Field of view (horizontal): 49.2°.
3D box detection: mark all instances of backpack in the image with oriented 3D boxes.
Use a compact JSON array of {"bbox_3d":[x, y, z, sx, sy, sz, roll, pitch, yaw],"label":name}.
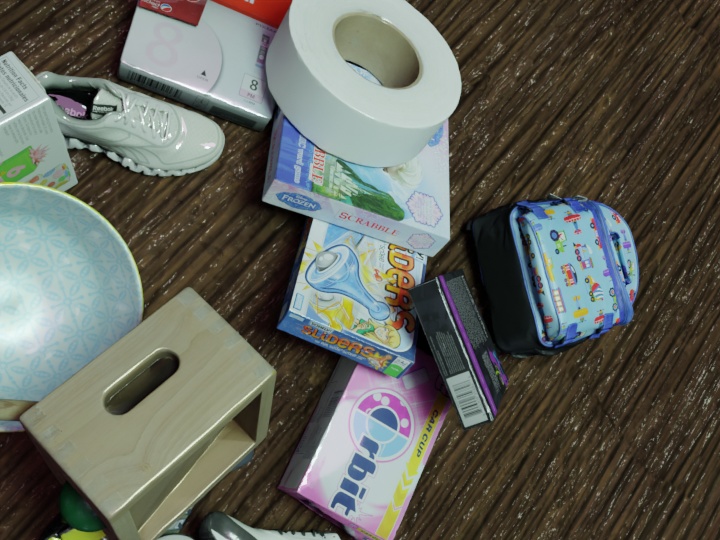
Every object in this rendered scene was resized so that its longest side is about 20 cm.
[{"bbox_3d":[0.247,-0.001,0.919,0.200,0.134,0.183,-8,84,-28],"label":"backpack"}]

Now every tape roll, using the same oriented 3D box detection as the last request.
[{"bbox_3d":[0.005,-0.210,0.829,0.202,0.071,0.203,15,54,-21],"label":"tape roll"}]

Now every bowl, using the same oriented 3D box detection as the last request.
[{"bbox_3d":[-0.299,0.027,0.672,0.200,0.108,0.201,-2,94,-33],"label":"bowl"}]

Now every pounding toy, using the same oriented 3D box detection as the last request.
[{"bbox_3d":[-0.188,0.119,0.614,0.142,0.184,0.200,42,62,15],"label":"pounding toy"}]

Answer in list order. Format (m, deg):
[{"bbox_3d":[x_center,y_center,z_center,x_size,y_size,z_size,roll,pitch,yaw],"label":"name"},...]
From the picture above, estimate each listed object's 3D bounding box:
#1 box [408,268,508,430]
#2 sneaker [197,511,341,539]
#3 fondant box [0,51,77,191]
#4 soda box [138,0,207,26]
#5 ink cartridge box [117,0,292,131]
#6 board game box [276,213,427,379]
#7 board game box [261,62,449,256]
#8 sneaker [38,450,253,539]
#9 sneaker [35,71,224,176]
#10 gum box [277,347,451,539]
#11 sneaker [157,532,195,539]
[{"bbox_3d":[0.107,0.073,0.818,0.036,0.200,0.143,-23,86,16],"label":"box"},{"bbox_3d":[-0.068,0.278,0.761,0.200,0.074,0.080,39,62,-22],"label":"sneaker"},{"bbox_3d":[-0.345,-0.073,0.650,0.200,0.144,0.058,-36,79,-21],"label":"fondant box"},{"bbox_3d":[-0.177,-0.356,0.811,0.063,0.070,0.200,14,60,-21],"label":"soda box"},{"bbox_3d":[-0.153,-0.269,0.840,0.162,0.057,0.201,18,78,-20],"label":"ink cartridge box"},{"bbox_3d":[0.000,0.000,0.813,0.135,0.034,0.200,24,46,-14],"label":"board game box"},{"bbox_3d":[0.003,-0.133,0.853,0.199,0.041,0.200,17,55,-21],"label":"board game box"},{"bbox_3d":[-0.185,0.218,0.725,0.200,0.074,0.081,-28,104,-22],"label":"sneaker"},{"bbox_3d":[-0.227,-0.144,0.764,0.200,0.081,0.075,8,75,-24],"label":"sneaker"},{"bbox_3d":[0.010,0.170,0.813,0.113,0.066,0.200,33,68,-14],"label":"gum box"},{"bbox_3d":[-0.214,0.306,0.645,0.200,0.088,0.076,-35,123,-5],"label":"sneaker"}]
